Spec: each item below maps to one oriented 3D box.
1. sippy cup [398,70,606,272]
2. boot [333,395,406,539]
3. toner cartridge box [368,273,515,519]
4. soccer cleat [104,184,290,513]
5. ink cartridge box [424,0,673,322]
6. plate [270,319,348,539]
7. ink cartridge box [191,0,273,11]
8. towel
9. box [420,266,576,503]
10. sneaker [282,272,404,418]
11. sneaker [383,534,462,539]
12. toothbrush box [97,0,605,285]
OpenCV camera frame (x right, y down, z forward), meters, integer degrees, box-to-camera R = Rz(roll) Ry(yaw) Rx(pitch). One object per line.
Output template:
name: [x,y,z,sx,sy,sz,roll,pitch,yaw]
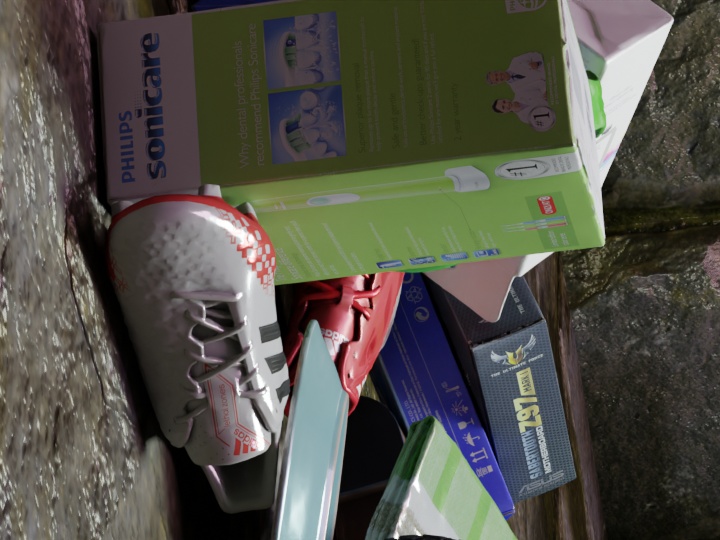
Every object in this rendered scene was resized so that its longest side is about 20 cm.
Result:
sippy cup: [0.021,-0.068,1.481,0.140,0.178,0.130,-63,-177,1]
boot: [0.020,0.178,1.697,0.097,0.075,0.200,59,23,-64]
toner cartridge box: [0.031,0.059,1.748,0.095,0.043,0.200,107,-39,-79]
soccer cleat: [-0.063,0.035,1.272,0.200,0.069,0.085,78,4,-61]
ink cartridge box: [0.076,-0.082,1.614,0.067,0.116,0.200,-34,155,-43]
plate: [-0.026,0.123,1.412,0.200,0.026,0.200,7,90,-88]
ink cartridge box: [-0.021,-0.120,1.583,0.044,0.094,0.200,47,-5,19]
towel: [0.028,0.194,1.516,0.149,0.031,0.200,58,42,-38]
box: [0.062,0.014,1.762,0.158,0.051,0.200,76,-9,-50]
sneaker: [0.000,0.000,1.579,0.116,0.078,0.200,-79,177,-56]
sneaker: [0.011,0.199,1.417,0.200,0.076,0.088,-47,152,-57]
toothbrush box: [0.000,-0.057,1.309,0.146,0.200,0.086,58,25,-71]
